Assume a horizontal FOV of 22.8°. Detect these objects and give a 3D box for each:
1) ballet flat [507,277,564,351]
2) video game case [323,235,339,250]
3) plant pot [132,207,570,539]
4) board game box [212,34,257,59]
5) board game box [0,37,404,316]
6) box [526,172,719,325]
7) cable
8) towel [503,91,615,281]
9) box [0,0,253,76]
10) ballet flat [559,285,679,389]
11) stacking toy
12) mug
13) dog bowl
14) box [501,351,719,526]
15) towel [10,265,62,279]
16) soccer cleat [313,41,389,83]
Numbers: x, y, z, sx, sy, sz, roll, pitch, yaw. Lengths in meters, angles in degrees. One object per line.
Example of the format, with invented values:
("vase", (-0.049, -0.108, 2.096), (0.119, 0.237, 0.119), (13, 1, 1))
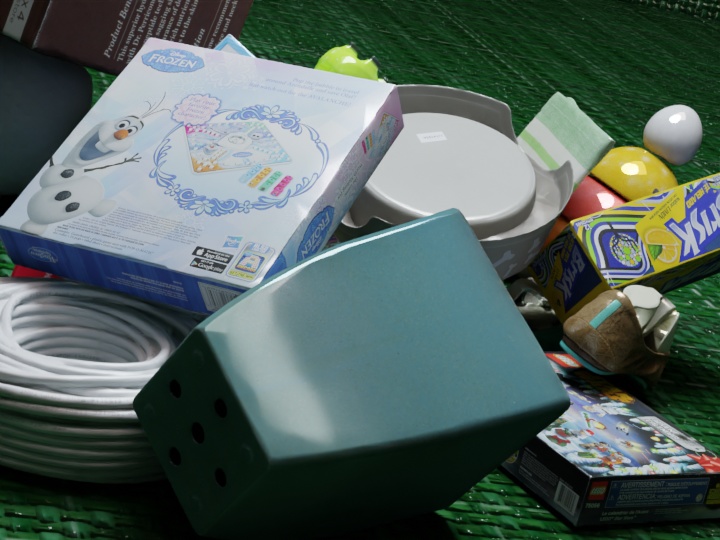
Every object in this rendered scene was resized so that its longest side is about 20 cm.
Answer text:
("ballet flat", (0.099, 0.035, 1.390), (0.200, 0.070, 0.067), (-2, 33, -39))
("video game case", (0.000, 0.000, 1.407), (0.143, 0.018, 0.200), (-12, 23, 1))
("plant pot", (-0.016, 0.073, 1.027), (0.200, 0.141, 0.141), (-14, 67, -42))
("board game box", (-0.115, -0.055, 1.273), (0.134, 0.200, 0.034), (42, -10, 17))
("board game box", (-0.103, -0.064, 1.179), (0.200, 0.043, 0.199), (14, 52, 25))
("box", (0.232, -0.019, 1.407), (0.200, 0.070, 0.064), (-18, 71, -37))
("cable", (-0.178, 0.063, 1.107), (0.200, 0.069, 0.200), (20, 20, 21))
("towel", (0.127, -0.050, 1.484), (0.023, 0.200, 0.153), (35, 12, -20))
("box", (-0.204, -0.251, 1.424), (0.164, 0.166, 0.200), (29, 10, 40))
("ballet flat", (0.204, 0.045, 1.349), (0.068, 0.072, 0.200), (41, 7, 22))
("stacking toy", (0.220, -0.055, 1.510), (0.146, 0.200, 0.146), (32, 8, -5))
("mug", (-0.322, -0.128, 1.487), (0.175, 0.148, 0.200), (9, -14, -15))
("dog bowl", (0.060, -0.064, 1.364), (0.200, 0.059, 0.200), (7, 38, -5))
("box", (0.148, 0.113, 1.247), (0.137, 0.040, 0.200), (3, 20, -34))
("towel", (-0.139, 0.001, 1.226), (0.200, 0.145, 0.022), (17, -15, 11))
("soccer cleat", (0.010, -0.102, 1.473), (0.068, 0.081, 0.200), (37, -10, 47))
